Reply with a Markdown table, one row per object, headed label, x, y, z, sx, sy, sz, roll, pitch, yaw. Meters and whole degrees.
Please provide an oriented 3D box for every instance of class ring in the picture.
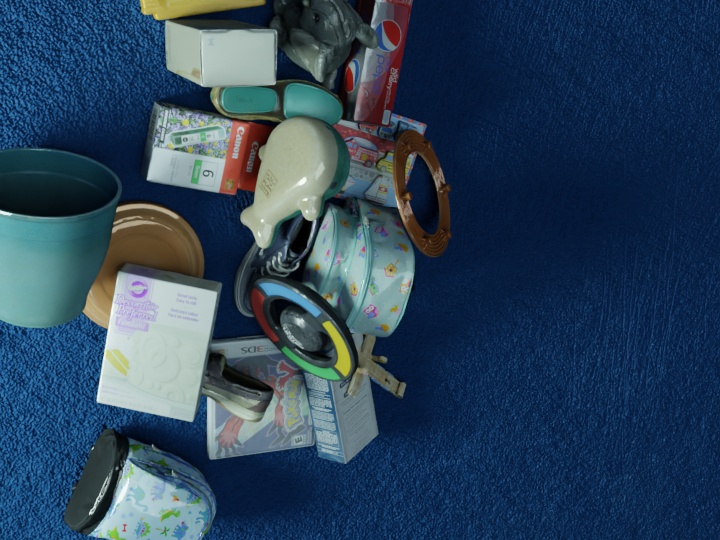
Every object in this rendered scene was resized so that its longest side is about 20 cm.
| label | x | y | z | sx | sy | sz | roll | pitch | yaw |
| --- | --- | --- | --- | --- | --- | --- | --- | --- | --- |
| ring | 0.101 | -0.120 | 1.505 | 0.019 | 0.201 | 0.201 | -12 | 119 | 26 |

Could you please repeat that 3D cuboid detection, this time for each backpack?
| label | x | y | z | sx | sy | sz | roll | pitch | yaw |
| --- | --- | --- | --- | --- | --- | --- | --- | --- | --- |
| backpack | -0.322 | 0.353 | 1.500 | 0.200 | 0.154 | 0.164 | 28 | 88 | -41 |
| backpack | 0.000 | 0.000 | 1.462 | 0.153 | 0.200 | 0.176 | 9 | 118 | -25 |

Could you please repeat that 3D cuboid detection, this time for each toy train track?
| label | x | y | z | sx | sy | sz | roll | pitch | yaw |
| --- | --- | --- | --- | --- | --- | --- | --- | --- | --- |
| toy train track | 0.033 | 0.166 | 1.594 | 0.200 | 0.032 | 0.115 | 43 | 59 | -52 |

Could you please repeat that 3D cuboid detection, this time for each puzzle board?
| label | x | y | z | sx | sy | sz | roll | pitch | yaw |
| --- | --- | --- | --- | --- | --- | --- | --- | --- | --- |
| puzzle board | -0.004 | -0.182 | 1.520 | 0.199 | 0.017 | 0.151 | 13 | 101 | -26 |

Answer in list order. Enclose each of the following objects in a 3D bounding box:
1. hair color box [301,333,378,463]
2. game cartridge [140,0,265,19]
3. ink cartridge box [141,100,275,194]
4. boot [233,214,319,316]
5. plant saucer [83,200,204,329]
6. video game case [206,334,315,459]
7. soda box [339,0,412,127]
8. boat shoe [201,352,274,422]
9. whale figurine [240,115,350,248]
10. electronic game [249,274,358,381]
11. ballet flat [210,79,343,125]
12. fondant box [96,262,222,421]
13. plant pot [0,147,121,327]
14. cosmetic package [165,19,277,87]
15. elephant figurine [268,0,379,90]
| label | x | y | z | sx | sy | sz | roll | pitch | yaw |
| --- | --- | --- | --- | --- | --- | --- | --- | --- | --- |
| hair color box | -0.034 | 0.199 | 1.584 | 0.100 | 0.060 | 0.201 | -34 | 122 | -48 |
| game cartridge | -0.225 | -0.452 | 1.328 | 0.175 | 0.032 | 0.201 | -14 | 111 | -18 |
| ink cartridge box | -0.208 | -0.170 | 1.416 | 0.199 | 0.050 | 0.110 | 8 | 103 | -25 |
| boot | -0.129 | -0.013 | 1.479 | 0.072 | 0.090 | 0.201 | 18 | 99 | -27 |
| plant saucer | -0.326 | -0.002 | 1.432 | 0.199 | 0.032 | 0.201 | -7 | 109 | -21 |
| video game case | -0.157 | 0.200 | 1.575 | 0.181 | 0.023 | 0.201 | -4 | 108 | -22 |
| soda box | 0.021 | -0.317 | 1.447 | 0.063 | 0.070 | 0.201 | 8 | 98 | -26 |
| boat shoe | -0.222 | 0.156 | 1.482 | 0.199 | 0.072 | 0.065 | 32 | 103 | -6 |
| whale figurine | -0.091 | -0.124 | 1.408 | 0.104 | 0.159 | 0.200 | 8 | 125 | -49 |
| electronic game | -0.085 | 0.086 | 1.437 | 0.042 | 0.199 | 0.200 | -47 | 121 | -30 |
| ballet flat | -0.123 | -0.246 | 1.420 | 0.199 | 0.071 | 0.071 | 1 | 106 | -27 |
| fondant box | -0.289 | 0.103 | 1.405 | 0.143 | 0.058 | 0.201 | 12 | 102 | -3 |
| plant pot | -0.425 | -0.036 | 1.298 | 0.199 | 0.200 | 0.189 | -1 | 122 | -23 |
| cosmetic package | -0.189 | -0.292 | 1.300 | 0.105 | 0.200 | 0.071 | -5 | 109 | -21 |
| elephant figurine | -0.047 | -0.331 | 1.348 | 0.155 | 0.200 | 0.142 | 19 | 98 | -27 |
